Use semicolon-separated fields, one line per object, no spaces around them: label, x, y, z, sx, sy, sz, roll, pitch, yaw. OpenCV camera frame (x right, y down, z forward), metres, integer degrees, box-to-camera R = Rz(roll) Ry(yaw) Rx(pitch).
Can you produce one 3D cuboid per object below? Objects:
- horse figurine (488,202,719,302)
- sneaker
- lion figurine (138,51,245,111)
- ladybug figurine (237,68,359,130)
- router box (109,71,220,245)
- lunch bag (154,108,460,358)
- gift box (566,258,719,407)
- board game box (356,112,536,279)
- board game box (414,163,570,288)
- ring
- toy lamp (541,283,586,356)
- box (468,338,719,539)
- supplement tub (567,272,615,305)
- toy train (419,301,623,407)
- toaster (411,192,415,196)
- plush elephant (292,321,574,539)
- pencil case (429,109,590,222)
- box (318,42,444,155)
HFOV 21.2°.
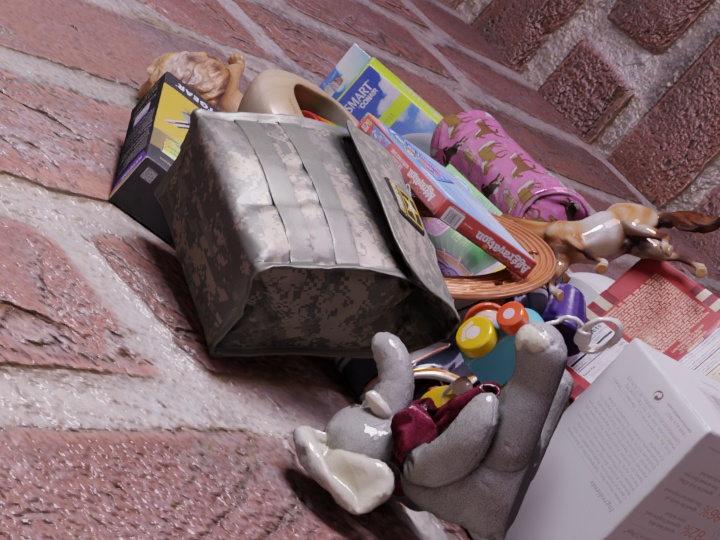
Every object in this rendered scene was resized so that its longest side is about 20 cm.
horse figurine;0.215;-0.025;1.656;0.133;0.199;0.050;-125;-154;-62
sneaker;0.078;0.068;1.553;0.200;0.078;0.080;-19;67;-26
lion figurine;-0.112;-0.130;1.776;0.200;0.072;0.123;44;21;-6
ladybug figurine;-0.047;-0.108;1.721;0.200;0.072;0.136;24;35;-55
router box;-0.103;-0.055;1.564;0.200;0.052;0.157;37;25;-19
lunch bag;-0.028;-0.026;1.423;0.199;0.118;0.164;2;49;-31
gift box;0.269;0.135;1.687;0.200;0.184;0.187;45;-15;36
board game box;0.067;-0.064;1.570;0.103;0.019;0.200;35;9;-28
board game box;0.072;0.019;1.658;0.153;0.040;0.200;43;49;2
ring;0.060;-0.016;1.567;0.200;0.019;0.201;7;22;-3
toy lamp;0.148;0.098;1.593;0.058;0.058;0.200;35;54;-23
box;0.207;0.174;1.447;0.152;0.200;0.106;27;21;-44
supplement tub;0.238;0.082;1.913;0.145;0.145;0.200;50;17;30
toy train;0.109;0.095;1.450;0.150;0.200;0.056;6;35;-26
toaster;0.075;-0.012;1.839;0.129;0.114;0.200;34;12;-41
plush elephant;0.044;0.115;1.324;0.154;0.201;0.165;21;-3;12
pencil case;0.139;-0.083;1.837;0.083;0.087;0.200;-10;33;-22
box;0.031;-0.130;2.042;0.200;0.122;0.048;40;16;-5
